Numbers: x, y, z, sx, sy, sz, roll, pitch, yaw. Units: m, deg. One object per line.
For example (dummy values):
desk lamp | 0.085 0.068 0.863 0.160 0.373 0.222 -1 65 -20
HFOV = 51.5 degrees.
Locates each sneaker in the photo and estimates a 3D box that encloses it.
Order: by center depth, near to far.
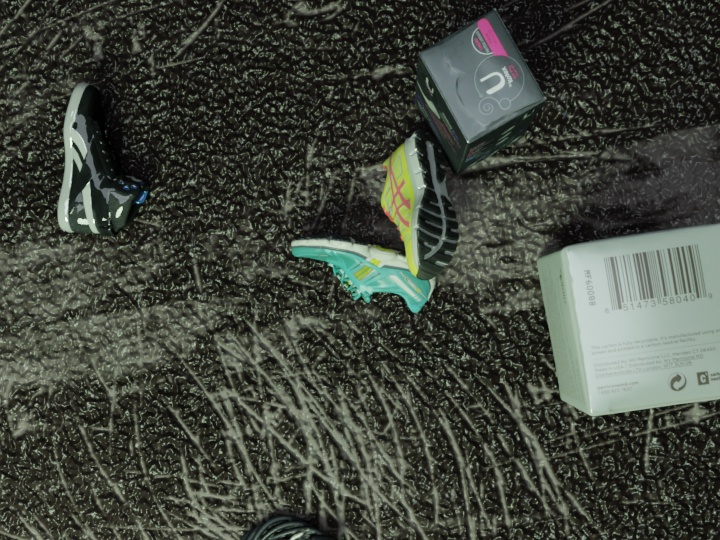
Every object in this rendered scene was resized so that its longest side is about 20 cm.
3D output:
sneaker | 0.068 -0.076 0.968 0.090 0.078 0.202 -23 58 40
sneaker | 0.000 0.000 0.984 0.198 0.078 0.080 17 97 4
sneaker | -0.339 -0.147 1.014 0.111 0.073 0.202 7 96 0

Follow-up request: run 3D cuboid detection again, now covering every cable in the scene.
cable | -0.101 0.430 0.976 0.162 0.051 0.202 17 89 4

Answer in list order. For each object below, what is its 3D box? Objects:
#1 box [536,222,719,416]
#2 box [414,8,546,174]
box | 0.339 0.059 0.911 0.197 0.171 0.202 -8 87 3
box | 0.140 -0.210 0.921 0.106 0.200 0.123 -29 86 2
